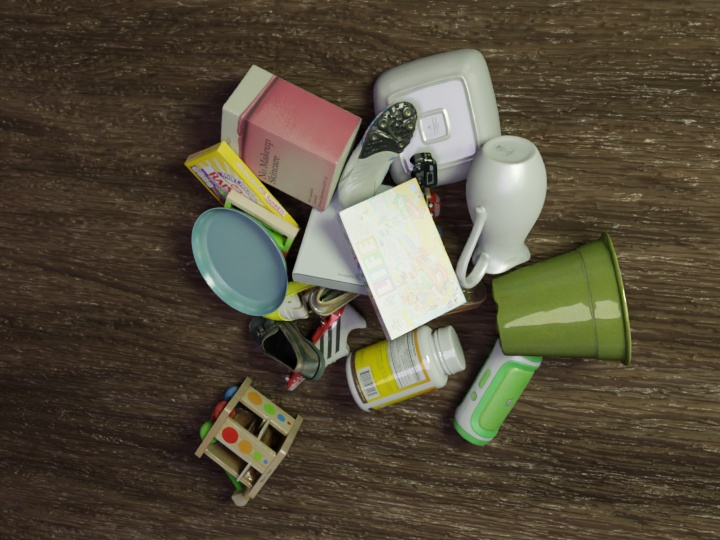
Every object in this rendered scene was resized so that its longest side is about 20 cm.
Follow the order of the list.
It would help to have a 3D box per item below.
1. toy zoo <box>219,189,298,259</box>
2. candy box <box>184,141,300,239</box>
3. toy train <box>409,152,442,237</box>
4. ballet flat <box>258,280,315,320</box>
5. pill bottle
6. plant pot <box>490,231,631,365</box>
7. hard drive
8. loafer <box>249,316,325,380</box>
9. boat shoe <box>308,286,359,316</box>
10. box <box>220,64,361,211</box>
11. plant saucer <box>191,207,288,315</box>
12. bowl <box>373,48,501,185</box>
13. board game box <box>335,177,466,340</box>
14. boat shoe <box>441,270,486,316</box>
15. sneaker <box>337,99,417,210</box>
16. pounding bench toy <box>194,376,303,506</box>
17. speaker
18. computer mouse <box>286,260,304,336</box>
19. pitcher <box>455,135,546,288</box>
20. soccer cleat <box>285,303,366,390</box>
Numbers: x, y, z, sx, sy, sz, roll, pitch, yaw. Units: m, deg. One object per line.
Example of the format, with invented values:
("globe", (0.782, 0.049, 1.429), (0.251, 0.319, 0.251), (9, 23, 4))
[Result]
("toy zoo", (-0.191, -0.038, 1.184), (0.129, 0.021, 0.201), (30, 140, -1))
("candy box", (-0.195, -0.123, 1.140), (0.101, 0.027, 0.201), (-11, 132, 41))
("toy train", (0.108, -0.105, 1.100), (0.044, 0.035, 0.203), (-11, 136, -2))
("ballet flat", (-0.085, 0.046, 1.184), (0.195, 0.068, 0.068), (-22, 128, 0))
("pill bottle", (0.079, 0.166, 1.193), (0.196, 0.109, 0.111), (-21, 103, 16))
("plant pot", (0.303, 0.058, 1.064), (0.185, 0.200, 0.205), (-9, 106, 12))
("hard drive", (-0.023, -0.062, 1.106), (0.128, 0.204, 0.027), (9, 147, 7))
("loafer", (-0.141, 0.126, 1.197), (0.198, 0.062, 0.073), (28, 99, 42))
("boat shoe", (0.000, 0.000, 1.127), (0.072, 0.076, 0.200), (45, 72, 2))
("box", (-0.113, -0.208, 1.087), (0.196, 0.110, 0.129), (26, 147, 2))
("plant saucer", (-0.198, -0.017, 1.146), (0.196, 0.027, 0.204), (17, 128, 23))
("bowl", (0.119, -0.231, 1.080), (0.194, 0.075, 0.205), (-11, 106, 15))
("board game box", (0.061, -0.018, 1.029), (0.132, 0.034, 0.204), (-24, 92, -12))
("boat shoe", (0.118, 0.047, 1.178), (0.194, 0.073, 0.068), (-3, 141, 4))
("sneaker", (0.021, -0.181, 1.061), (0.070, 0.073, 0.202), (22, 122, -20))
("pounding bench toy", (-0.234, 0.336, 1.300), (0.154, 0.124, 0.202), (35, 111, -2))
("speaker", (0.237, 0.203, 1.187), (0.087, 0.089, 0.203), (27, 110, 1))
("computer mouse", (-0.126, 0.082, 1.248), (0.057, 0.034, 0.206), (6, 109, 8))
("pitcher", (0.203, -0.083, 1.033), (0.120, 0.171, 0.204), (27, 138, 32))
("soccer cleat", (-0.065, 0.147, 1.237), (0.084, 0.069, 0.202), (31, 104, -11))
